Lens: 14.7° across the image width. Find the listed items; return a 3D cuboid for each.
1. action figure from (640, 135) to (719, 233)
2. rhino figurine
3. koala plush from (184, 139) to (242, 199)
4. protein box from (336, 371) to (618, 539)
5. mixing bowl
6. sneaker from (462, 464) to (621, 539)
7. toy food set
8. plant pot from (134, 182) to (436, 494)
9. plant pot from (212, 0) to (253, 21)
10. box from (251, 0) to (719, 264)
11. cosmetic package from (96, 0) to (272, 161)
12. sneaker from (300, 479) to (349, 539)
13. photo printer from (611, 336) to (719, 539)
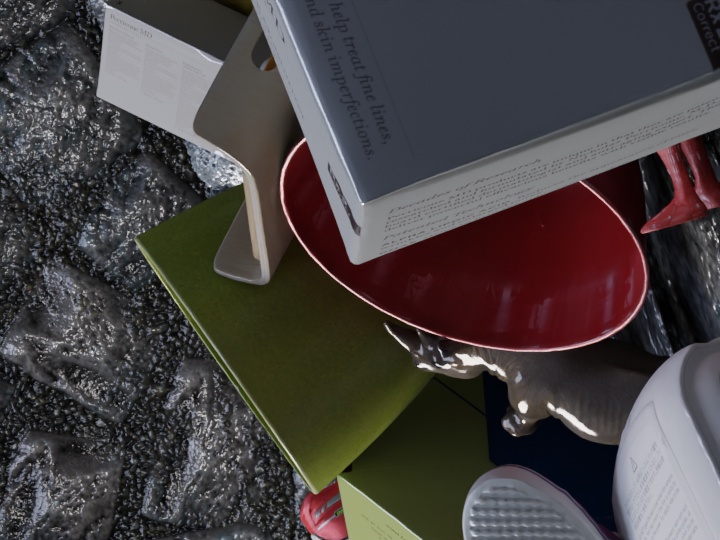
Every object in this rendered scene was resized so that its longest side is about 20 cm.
[{"bbox_3d":[0.101,-0.112,1.362,0.065,0.099,0.200,-23,-84,-65],"label":"action figure"},{"bbox_3d":[0.108,0.059,1.557,0.087,0.200,0.060,108,-179,-67],"label":"rhino figurine"},{"bbox_3d":[-0.039,-0.110,2.064,0.184,0.200,0.178,-176,65,-83],"label":"koala plush"},{"bbox_3d":[0.108,0.182,1.731,0.198,0.135,0.200,36,158,25],"label":"protein box"},{"bbox_3d":[0.067,-0.057,1.465,0.200,0.200,0.109,79,-153,-53],"label":"mixing bowl"},{"bbox_3d":[0.129,0.167,1.532,0.201,0.073,0.114,50,-157,-18],"label":"sneaker"},{"bbox_3d":[-0.046,-0.091,1.499,0.060,0.144,0.200,24,162,10],"label":"toy food set"},{"bbox_3d":[0.000,0.000,1.655,0.187,0.200,0.187,54,176,6],"label":"plant pot"},{"bbox_3d":[-0.036,-0.217,1.810,0.200,0.194,0.196,38,154,39],"label":"plant pot"},{"bbox_3d":[0.053,-0.136,1.244,0.131,0.200,0.199,99,150,-78],"label":"box"},{"bbox_3d":[-0.067,-0.111,1.754,0.200,0.051,0.083,27,140,12],"label":"cosmetic package"},{"bbox_3d":[0.033,0.105,1.848,0.085,0.200,0.077,33,161,21],"label":"sneaker"},{"bbox_3d":[0.195,0.143,1.413,0.167,0.069,0.200,104,147,-57],"label":"photo printer"}]
